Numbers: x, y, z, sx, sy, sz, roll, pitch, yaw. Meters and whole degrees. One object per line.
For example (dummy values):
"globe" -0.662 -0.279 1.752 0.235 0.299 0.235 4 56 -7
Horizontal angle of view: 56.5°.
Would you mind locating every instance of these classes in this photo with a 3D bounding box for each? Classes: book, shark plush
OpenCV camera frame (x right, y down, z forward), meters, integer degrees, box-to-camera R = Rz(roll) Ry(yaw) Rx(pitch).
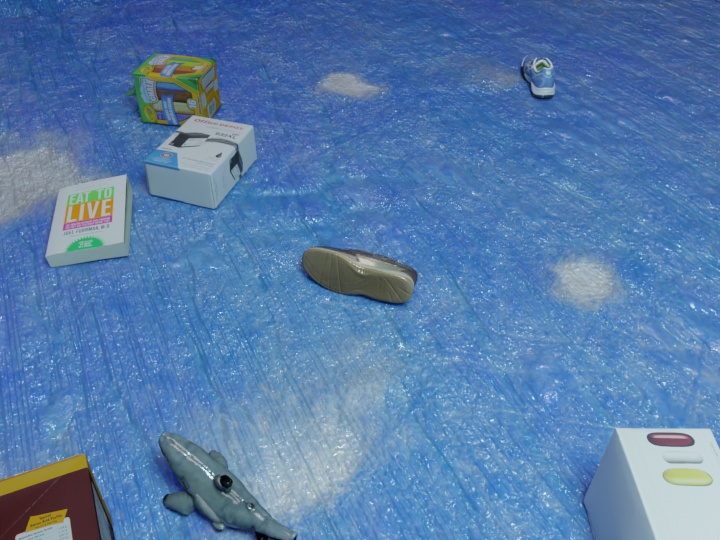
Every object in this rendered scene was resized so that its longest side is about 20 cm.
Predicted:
"book" -0.491 -0.090 1.224 0.133 0.048 0.200 -10 44 -8
"shark plush" -0.164 0.267 0.784 0.091 0.084 0.200 -30 50 -32

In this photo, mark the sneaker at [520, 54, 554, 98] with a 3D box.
"sneaker" 0.470 -0.523 1.745 0.075 0.077 0.200 -2 39 -3

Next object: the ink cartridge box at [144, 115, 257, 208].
"ink cartridge box" -0.317 -0.224 1.352 0.144 0.084 0.200 12 41 12

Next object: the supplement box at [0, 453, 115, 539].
"supplement box" -0.346 0.328 0.666 0.196 0.133 0.200 -15 43 -19

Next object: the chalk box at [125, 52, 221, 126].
"chalk box" -0.440 -0.418 1.543 0.199 0.124 0.125 7 40 6

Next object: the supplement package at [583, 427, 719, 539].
"supplement package" 0.334 0.296 0.718 0.110 0.156 0.200 0 41 -1

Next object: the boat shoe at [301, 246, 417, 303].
"boat shoe" 0.000 0.000 1.121 0.199 0.072 0.065 14 30 17
